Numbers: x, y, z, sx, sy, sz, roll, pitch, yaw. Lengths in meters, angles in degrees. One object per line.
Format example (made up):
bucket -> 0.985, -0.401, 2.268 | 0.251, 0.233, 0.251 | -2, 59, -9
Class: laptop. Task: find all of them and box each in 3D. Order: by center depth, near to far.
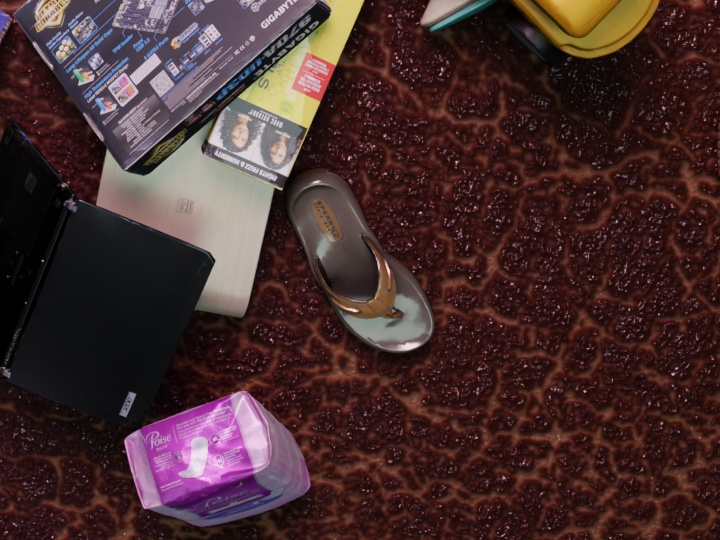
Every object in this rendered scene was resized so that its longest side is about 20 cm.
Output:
laptop -> -0.240, 0.004, 1.041 | 0.103, 0.200, 0.178 | 6, 119, -45

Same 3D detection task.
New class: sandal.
sandal -> 0.000, 0.000, 1.109 | 0.081, 0.055, 0.201 | -26, 116, 5

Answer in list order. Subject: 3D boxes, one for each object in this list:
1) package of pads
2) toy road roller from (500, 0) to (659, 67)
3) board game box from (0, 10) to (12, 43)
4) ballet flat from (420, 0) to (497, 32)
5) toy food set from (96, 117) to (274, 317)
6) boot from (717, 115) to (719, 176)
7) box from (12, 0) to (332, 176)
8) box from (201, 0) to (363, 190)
package of pads -> -0.120, 0.173, 1.109 | 0.120, 0.200, 0.076 | -21, 72, 1
toy road roller -> 0.132, -0.242, 0.898 | 0.200, 0.146, 0.123 | 43, 98, -14
board game box -> -0.391, -0.143, 0.966 | 0.159, 0.097, 0.201 | 29, 108, -19
ballet flat -> 0.132, -0.257, 1.008 | 0.199, 0.070, 0.070 | -22, 116, 1
toy food set -> -0.151, -0.063, 1.065 | 0.142, 0.060, 0.201 | 11, 105, -12
boot -> 0.406, -0.149, 1.083 | 0.165, 0.072, 0.201 | 5, 111, -7
box -> -0.146, -0.196, 0.959 | 0.200, 0.046, 0.159 | -40, 80, 11
box -> -0.056, -0.171, 0.997 | 0.075, 0.050, 0.201 | 24, 95, -13
